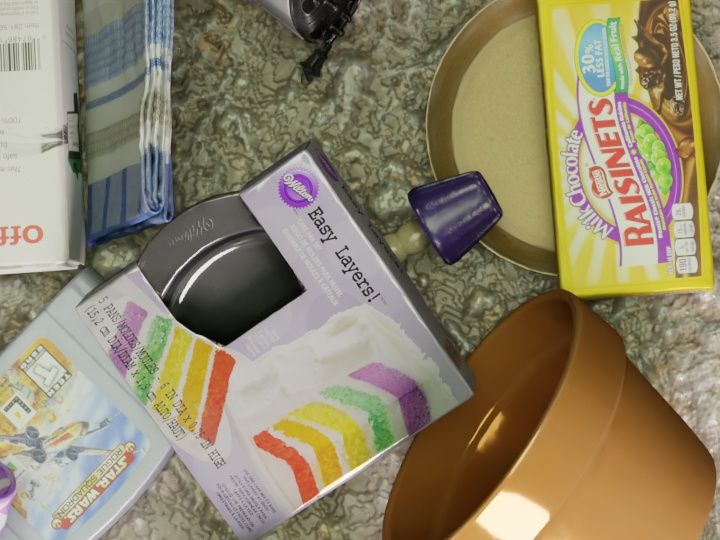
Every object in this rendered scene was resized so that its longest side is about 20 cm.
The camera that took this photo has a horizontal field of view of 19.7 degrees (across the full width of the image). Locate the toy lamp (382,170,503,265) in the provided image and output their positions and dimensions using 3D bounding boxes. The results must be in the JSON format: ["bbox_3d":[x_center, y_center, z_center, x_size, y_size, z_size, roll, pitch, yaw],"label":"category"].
[{"bbox_3d":[0.000,0.000,1.349,0.200,0.058,0.058,-32,86,8],"label":"toy lamp"}]

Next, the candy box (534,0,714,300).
[{"bbox_3d":[0.172,-0.083,1.352,0.102,0.026,0.201,-5,86,5],"label":"candy box"}]

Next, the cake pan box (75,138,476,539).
[{"bbox_3d":[-0.054,0.043,1.309,0.184,0.052,0.200,-33,97,7],"label":"cake pan box"}]

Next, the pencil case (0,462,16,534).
[{"bbox_3d":[-0.287,0.205,1.318,0.084,0.086,0.201,23,103,5],"label":"pencil case"}]

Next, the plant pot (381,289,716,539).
[{"bbox_3d":[0.127,0.132,1.291,0.140,0.200,0.201,34,87,-12],"label":"plant pot"}]

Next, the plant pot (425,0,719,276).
[{"bbox_3d":[0.143,-0.094,1.379,0.199,0.027,0.201,0,85,2],"label":"plant pot"}]

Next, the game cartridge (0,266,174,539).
[{"bbox_3d":[-0.203,0.113,1.370,0.133,0.042,0.200,43,88,8],"label":"game cartridge"}]

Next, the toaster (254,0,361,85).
[{"bbox_3d":[-0.025,-0.246,1.320,0.118,0.181,0.200,36,87,7],"label":"toaster"}]

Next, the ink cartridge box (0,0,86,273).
[{"bbox_3d":[-0.260,-0.095,1.361,0.145,0.084,0.201,-3,87,2],"label":"ink cartridge box"}]

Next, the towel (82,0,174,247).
[{"bbox_3d":[-0.154,-0.122,1.333,0.024,0.147,0.201,2,84,-26],"label":"towel"}]
